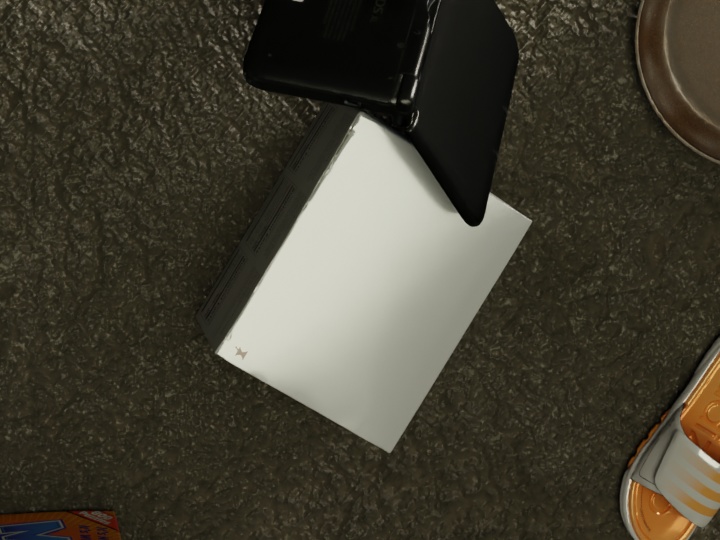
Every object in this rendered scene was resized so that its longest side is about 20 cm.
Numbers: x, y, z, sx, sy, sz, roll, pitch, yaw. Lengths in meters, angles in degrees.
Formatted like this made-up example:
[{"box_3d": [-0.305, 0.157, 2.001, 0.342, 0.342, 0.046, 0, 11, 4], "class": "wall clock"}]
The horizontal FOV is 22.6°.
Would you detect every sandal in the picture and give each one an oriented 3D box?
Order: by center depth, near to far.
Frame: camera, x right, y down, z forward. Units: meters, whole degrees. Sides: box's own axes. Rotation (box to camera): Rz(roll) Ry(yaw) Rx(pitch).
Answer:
[{"box_3d": [0.278, 0.136, 1.443, 0.079, 0.059, 0.208, 25, 96, -17], "class": "sandal"}]

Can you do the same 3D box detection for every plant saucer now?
[{"box_3d": [0.307, -0.174, 1.357, 0.198, 0.032, 0.202, 5, 108, 16], "class": "plant saucer"}]

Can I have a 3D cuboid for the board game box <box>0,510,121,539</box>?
[{"box_3d": [-0.265, 0.303, 1.284, 0.198, 0.200, 0.202, -1, 103, -12], "class": "board game box"}]

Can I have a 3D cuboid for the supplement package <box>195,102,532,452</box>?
[{"box_3d": [0.000, 0.000, 1.323, 0.155, 0.111, 0.201, 30, 95, -17], "class": "supplement package"}]

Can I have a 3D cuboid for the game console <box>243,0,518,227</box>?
[{"box_3d": [0.021, -0.150, 1.273, 0.174, 0.201, 0.117, 11, 138, 5], "class": "game console"}]
